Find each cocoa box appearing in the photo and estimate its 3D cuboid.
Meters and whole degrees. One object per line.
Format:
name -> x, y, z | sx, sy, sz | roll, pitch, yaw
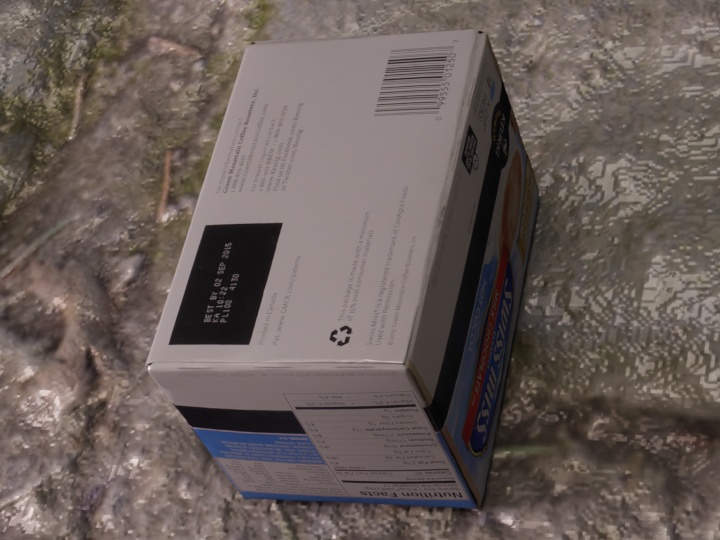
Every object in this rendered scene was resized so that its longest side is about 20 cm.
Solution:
cocoa box -> 0.000, 0.000, 0.871 | 0.133, 0.131, 0.200 | -1, 54, 22
